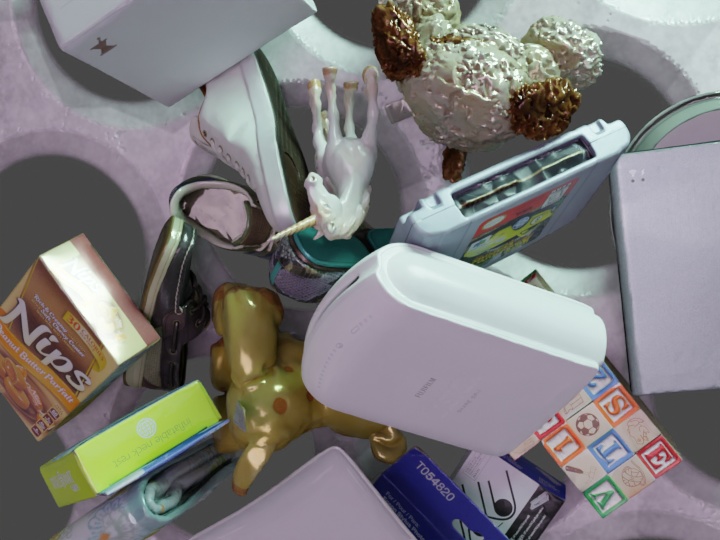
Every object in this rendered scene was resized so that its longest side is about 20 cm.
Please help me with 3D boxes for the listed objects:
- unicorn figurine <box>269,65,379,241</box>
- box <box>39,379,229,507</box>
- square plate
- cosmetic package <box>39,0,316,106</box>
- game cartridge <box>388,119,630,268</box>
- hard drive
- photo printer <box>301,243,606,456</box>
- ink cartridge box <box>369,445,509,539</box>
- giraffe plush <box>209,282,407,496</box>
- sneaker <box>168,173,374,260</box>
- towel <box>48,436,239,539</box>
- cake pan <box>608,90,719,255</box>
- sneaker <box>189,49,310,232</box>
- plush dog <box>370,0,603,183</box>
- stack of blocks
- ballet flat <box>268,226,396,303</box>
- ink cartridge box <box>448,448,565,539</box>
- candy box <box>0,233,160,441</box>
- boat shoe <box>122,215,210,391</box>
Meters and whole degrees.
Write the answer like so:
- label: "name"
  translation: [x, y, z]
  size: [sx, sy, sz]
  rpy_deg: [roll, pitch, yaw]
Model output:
- label: "unicorn figurine"
  translation: [-0.017, -0.093, 0.819]
  size: [0.073, 0.200, 0.139]
  rpy_deg: [0, 92, 8]
- label: "box"
  translation: [-0.202, 0.152, 0.875]
  size: [0.122, 0.200, 0.048]
  rpy_deg: [-30, 90, -30]
- label: "square plate"
  translation: [-0.022, 0.258, 0.848]
  size: [0.200, 0.028, 0.198]
  rpy_deg: [-37, 98, 28]
- label: "cosmetic package"
  translation: [-0.170, -0.277, 0.823]
  size: [0.167, 0.166, 0.201]
  rpy_deg: [-29, 75, 13]
- label: "game cartridge"
  translation: [0.111, -0.044, 0.801]
  size: [0.199, 0.133, 0.041]
  rpy_deg: [-25, 75, -19]
- label: "hard drive"
  translation: [0.282, -0.003, 0.824]
  size: [0.138, 0.033, 0.202]
  rpy_deg: [-6, 96, 12]
- label: "photo printer"
  translation: [0.060, 0.063, 0.769]
  size: [0.199, 0.070, 0.167]
  rpy_deg: [19, 139, -15]
- label: "ink cartridge box"
  translation: [0.046, 0.282, 0.878]
  size: [0.200, 0.041, 0.200]
  rpy_deg: [45, 118, 0]
- label: "giraffe plush"
  translation: [-0.040, 0.097, 0.884]
  size: [0.161, 0.200, 0.174]
  rpy_deg: [-1, 109, -17]
- label: "sneaker"
  translation: [-0.081, -0.035, 0.897]
  size: [0.199, 0.090, 0.068]
  rpy_deg: [19, 100, 8]
- label: "towel"
  translation: [-0.207, 0.224, 0.901]
  size: [0.171, 0.200, 0.048]
  rpy_deg: [-37, 83, 14]
- label: "cake pan"
  translation: [0.312, -0.051, 0.848]
  size: [0.199, 0.037, 0.202]
  rpy_deg: [1, 97, 11]
- label: "sneaker"
  translation: [-0.098, -0.102, 0.873]
  size: [0.084, 0.073, 0.201]
  rpy_deg: [-25, 56, 11]
- label: "plush dog"
  translation: [0.085, -0.147, 0.809]
  size: [0.199, 0.172, 0.162]
  rpy_deg: [20, 101, 7]
- label: "stack of blocks"
  translation: [0.172, 0.114, 0.884]
  size: [0.115, 0.059, 0.200]
  rpy_deg: [-40, 89, 13]
- label: "ballet flat"
  translation: [0.000, 0.000, 0.856]
  size: [0.072, 0.199, 0.073]
  rpy_deg: [-2, 86, 45]
- label: "ink cartridge box"
  translation: [0.095, 0.256, 0.924]
  size: [0.094, 0.044, 0.201]
  rpy_deg: [33, 103, 6]
- label: "candy box"
  translation: [-0.275, 0.066, 0.919]
  size: [0.116, 0.055, 0.200]
  rpy_deg: [53, 135, 1]
- label: "boat shoe"
  translation: [-0.168, 0.036, 0.916]
  size: [0.066, 0.072, 0.202]
  rpy_deg: [15, 129, -10]
